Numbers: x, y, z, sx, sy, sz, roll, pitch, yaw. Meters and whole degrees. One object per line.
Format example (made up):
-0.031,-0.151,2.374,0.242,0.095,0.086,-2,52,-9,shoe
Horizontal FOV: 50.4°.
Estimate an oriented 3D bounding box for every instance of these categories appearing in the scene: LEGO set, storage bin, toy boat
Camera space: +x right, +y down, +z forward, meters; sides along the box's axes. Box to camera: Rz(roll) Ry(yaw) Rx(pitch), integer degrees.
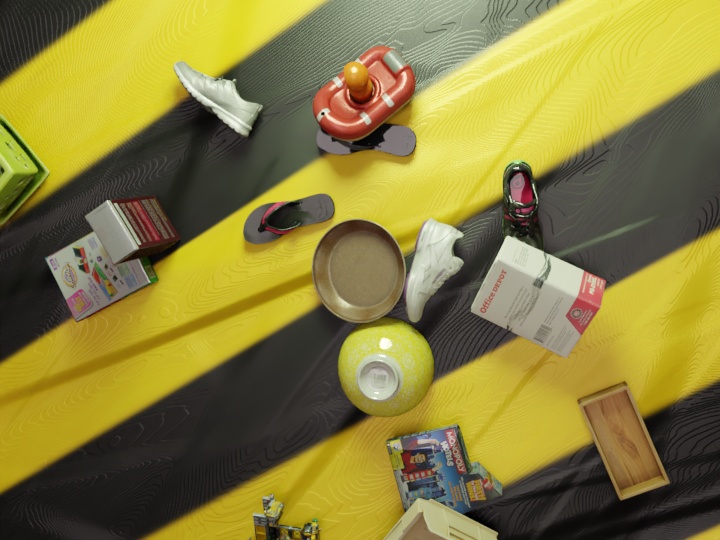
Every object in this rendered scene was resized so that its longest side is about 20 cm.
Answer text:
-0.165,0.541,1.535,0.152,0.200,0.117,8,117,23,LEGO set
0.144,0.568,1.482,0.197,0.094,0.201,29,113,-14,storage bin
-0.002,-0.334,1.400,0.199,0.131,0.131,-39,69,4,toy boat

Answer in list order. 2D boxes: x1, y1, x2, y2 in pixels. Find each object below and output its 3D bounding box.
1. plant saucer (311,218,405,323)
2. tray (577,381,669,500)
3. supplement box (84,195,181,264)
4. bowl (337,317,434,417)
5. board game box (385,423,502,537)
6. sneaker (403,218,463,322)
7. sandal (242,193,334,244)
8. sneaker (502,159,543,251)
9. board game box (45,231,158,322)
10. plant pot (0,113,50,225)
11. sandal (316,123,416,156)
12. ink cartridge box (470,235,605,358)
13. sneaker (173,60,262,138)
0.000,0.000,1.497,0.198,0.037,0.203,2,94,22,plant saucer
0.499,0.324,1.455,0.098,0.037,0.202,-24,93,13,tray
-0.441,-0.083,1.501,0.060,0.200,0.110,-31,91,14,supplement box
0.042,0.201,1.491,0.197,0.108,0.203,1,98,10,bowl
0.172,0.405,1.515,0.197,0.062,0.203,-14,95,12,board game box
0.140,0.008,1.463,0.098,0.075,0.203,16,100,9,sneaker
-0.148,-0.107,1.520,0.198,0.045,0.076,-17,94,13,sandal
0.296,-0.103,1.414,0.076,0.084,0.203,-11,95,13,sneaker
-0.546,-0.003,1.613,0.198,0.040,0.155,-25,92,13,board game box
-0.773,-0.207,1.560,0.199,0.181,0.200,-42,88,12,plant pot
0.009,-0.260,1.471,0.197,0.043,0.077,3,98,11,sandal
0.322,0.048,1.400,0.198,0.085,0.146,26,132,7,ink cartridge box
-0.281,-0.351,1.512,0.199,0.075,0.082,39,88,-2,sneaker
